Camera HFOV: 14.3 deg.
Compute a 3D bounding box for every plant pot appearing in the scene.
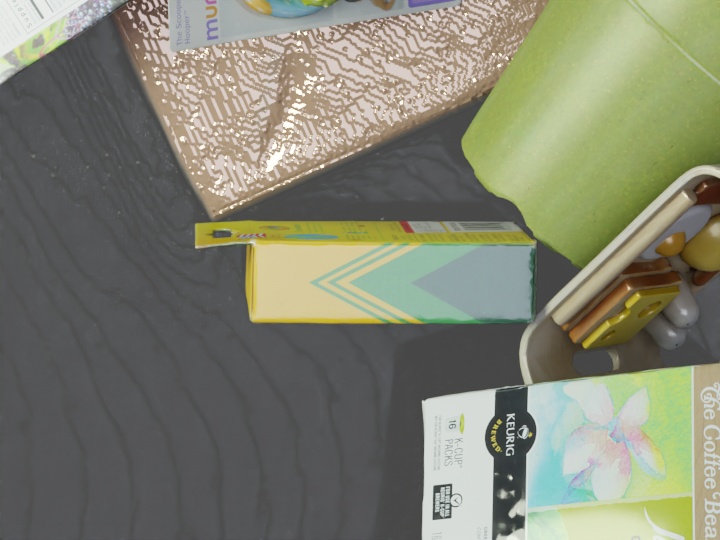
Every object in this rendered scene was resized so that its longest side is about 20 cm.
[{"bbox_3d":[0.164,-0.104,1.687,0.200,0.200,0.190,40,104,-7],"label":"plant pot"}]

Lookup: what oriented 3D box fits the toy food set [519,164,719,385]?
[{"bbox_3d":[0.198,0.007,1.675,0.200,0.143,0.061,-46,66,33],"label":"toy food set"}]

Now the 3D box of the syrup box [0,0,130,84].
[{"bbox_3d":[-0.188,-0.174,1.697,0.200,0.079,0.082,-34,98,1],"label":"syrup box"}]

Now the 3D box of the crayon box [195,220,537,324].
[{"bbox_3d":[0.000,0.000,1.707,0.199,0.127,0.051,1,97,-3],"label":"crayon box"}]

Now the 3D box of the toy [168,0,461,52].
[{"bbox_3d":[-0.018,-0.196,1.677,0.199,0.047,0.116,-13,109,-31],"label":"toy"}]

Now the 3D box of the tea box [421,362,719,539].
[{"bbox_3d":[0.145,0.174,1.649,0.196,0.134,0.201,-9,67,24],"label":"tea box"}]
